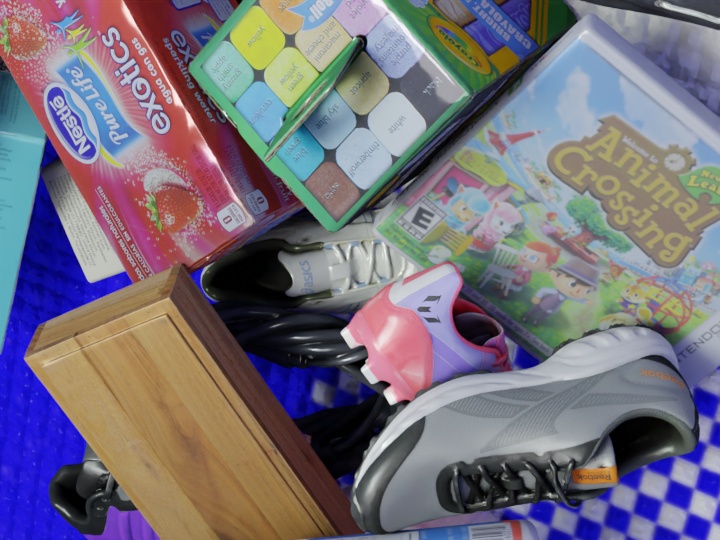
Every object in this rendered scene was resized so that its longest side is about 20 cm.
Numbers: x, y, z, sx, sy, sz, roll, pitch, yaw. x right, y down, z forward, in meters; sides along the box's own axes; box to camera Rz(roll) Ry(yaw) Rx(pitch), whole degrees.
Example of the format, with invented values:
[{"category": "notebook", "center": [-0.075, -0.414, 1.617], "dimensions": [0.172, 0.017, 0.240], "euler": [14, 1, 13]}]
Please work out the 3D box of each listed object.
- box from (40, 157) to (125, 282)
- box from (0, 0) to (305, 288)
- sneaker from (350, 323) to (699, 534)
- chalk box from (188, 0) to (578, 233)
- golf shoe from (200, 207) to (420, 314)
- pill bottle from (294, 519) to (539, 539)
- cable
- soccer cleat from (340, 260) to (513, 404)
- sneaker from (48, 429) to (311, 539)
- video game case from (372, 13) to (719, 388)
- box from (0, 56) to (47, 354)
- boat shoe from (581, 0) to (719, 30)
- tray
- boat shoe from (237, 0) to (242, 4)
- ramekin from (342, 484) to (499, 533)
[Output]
[{"category": "box", "center": [-0.090, -0.063, 1.300], "dimensions": [0.199, 0.068, 0.083], "euler": [-17, 99, 32]}, {"category": "box", "center": [-0.114, -0.102, 1.200], "dimensions": [0.095, 0.100, 0.201], "euler": [-31, 90, 33]}, {"category": "sneaker", "center": [0.089, 0.095, 1.161], "dimensions": [0.074, 0.199, 0.080], "euler": [76, 169, -46]}, {"category": "chalk box", "center": [0.004, -0.114, 1.149], "dimensions": [0.124, 0.200, 0.125], "euler": [49, 123, 4]}, {"category": "golf shoe", "center": [0.000, 0.000, 1.258], "dimensions": [0.199, 0.097, 0.079], "euler": [-8, 99, 29]}, {"category": "pill bottle", "center": [0.002, 0.199, 1.177], "dimensions": [0.199, 0.112, 0.113], "euler": [-6, 108, 2]}, {"category": "cable", "center": [-0.047, 0.064, 1.298], "dimensions": [0.163, 0.051, 0.200], "euler": [34, 143, -22]}, {"category": "soccer cleat", "center": [0.063, 0.063, 1.221], "dimensions": [0.076, 0.200, 0.067], "euler": [-35, 50, 9]}, {"category": "sneaker", "center": [-0.119, 0.127, 1.306], "dimensions": [0.099, 0.070, 0.200], "euler": [35, 141, -28]}, {"category": "video game case", "center": [0.137, -0.019, 1.179], "dimensions": [0.200, 0.022, 0.182], "euler": [37, 125, -15]}, {"category": "box", "center": [-0.227, -0.043, 1.338], "dimensions": [0.049, 0.083, 0.201], "euler": [10, 137, -10]}, {"category": "boat shoe", "center": [0.179, -0.152, 1.122], "dimensions": [0.199, 0.063, 0.073], "euler": [13, 115, 24]}, {"category": "tray", "center": [-0.090, 0.098, 1.210], "dimensions": [0.098, 0.037, 0.200], "euler": [-22, 119, 23]}, {"category": "boat shoe", "center": [-0.126, -0.186, 1.275], "dimensions": [0.199, 0.062, 0.073], "euler": [27, 120, 17]}, {"category": "ramekin", "center": [0.022, 0.221, 1.328], "dimensions": [0.199, 0.105, 0.201], "euler": [11, 114, 24]}]
